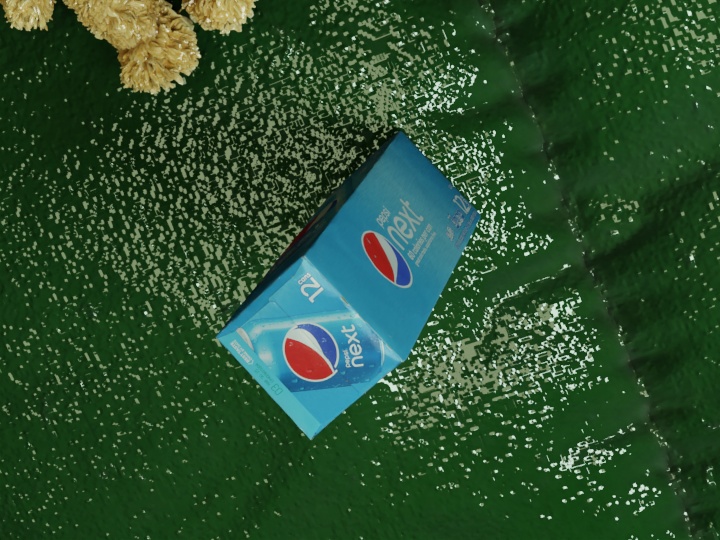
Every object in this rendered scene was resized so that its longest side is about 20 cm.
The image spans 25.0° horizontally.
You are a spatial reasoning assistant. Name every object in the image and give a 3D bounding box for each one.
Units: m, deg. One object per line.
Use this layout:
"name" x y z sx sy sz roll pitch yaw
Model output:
"teddy bear" -0.142 -0.186 0.848 0.144 0.067 0.201 -22 104 18
"soda box" 0.000 0.000 0.810 0.068 0.200 0.064 46 114 -6
